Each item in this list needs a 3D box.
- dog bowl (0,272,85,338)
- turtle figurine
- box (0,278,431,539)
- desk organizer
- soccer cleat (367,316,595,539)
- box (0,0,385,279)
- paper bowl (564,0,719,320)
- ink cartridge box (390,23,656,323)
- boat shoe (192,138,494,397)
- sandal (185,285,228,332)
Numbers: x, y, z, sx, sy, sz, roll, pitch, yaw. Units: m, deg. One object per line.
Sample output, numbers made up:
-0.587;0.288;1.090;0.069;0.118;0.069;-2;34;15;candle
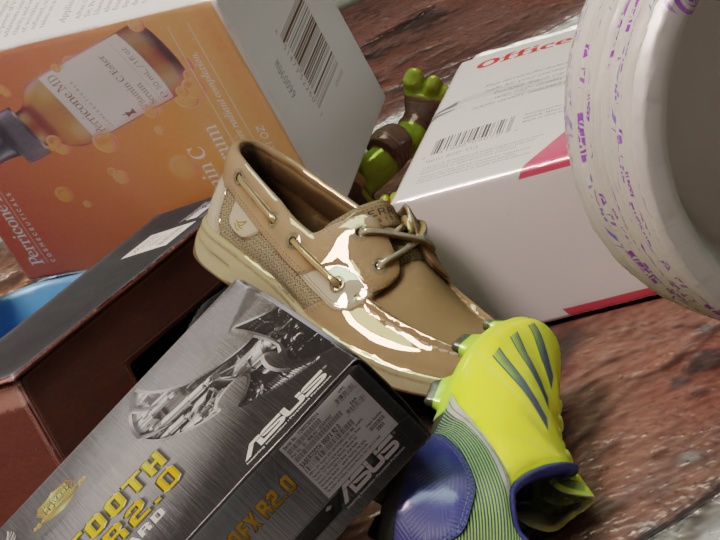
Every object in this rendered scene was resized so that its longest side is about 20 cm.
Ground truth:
-0.209;0.060;1.474;0.199;0.050;0.111;-24;18;-8;dog bowl
-0.006;-0.041;1.506;0.199;0.065;0.162;-3;42;37;turtle figurine
-0.078;0.103;1.104;0.200;0.048;0.158;-46;23;-5;box
-0.115;0.042;1.364;0.072;0.077;0.200;-16;17;41;desk organizer
0.060;0.079;1.139;0.083;0.065;0.200;14;25;12;soccer cleat
-0.114;-0.097;1.464;0.199;0.153;0.107;-11;38;28;box
0.179;-0.075;1.188;0.200;0.201;0.104;-28;19;-20;paper bowl
0.111;-0.054;1.390;0.146;0.083;0.200;-15;20;19;ink cartridge box
0.000;0.000;1.287;0.200;0.065;0.071;29;24;34;boat shoe
-0.049;0.043;1.321;0.048;0.076;0.201;3;26;15;sandal
